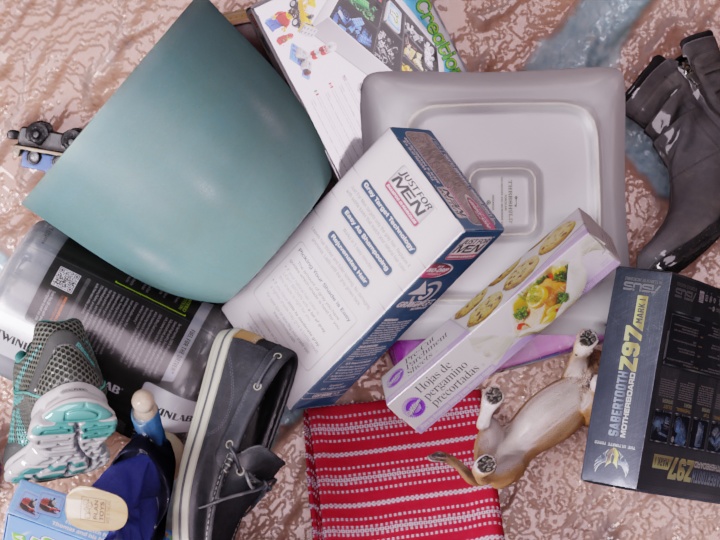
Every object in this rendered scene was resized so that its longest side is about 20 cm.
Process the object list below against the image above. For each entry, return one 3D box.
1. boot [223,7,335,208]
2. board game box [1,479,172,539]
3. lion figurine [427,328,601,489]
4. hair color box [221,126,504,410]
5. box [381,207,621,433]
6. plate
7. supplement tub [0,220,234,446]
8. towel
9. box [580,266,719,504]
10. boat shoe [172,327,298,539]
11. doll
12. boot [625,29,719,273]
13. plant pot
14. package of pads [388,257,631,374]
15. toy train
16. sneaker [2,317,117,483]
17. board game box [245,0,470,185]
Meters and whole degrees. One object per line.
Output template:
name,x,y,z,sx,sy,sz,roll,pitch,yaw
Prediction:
boot,-0.041,-0.116,1.725,0.200,0.072,0.167,-3,84,-6
board game box,-0.169,0.236,1.669,0.200,0.151,0.037,19,52,-1
lion figurine,0.138,0.114,1.689,0.200,0.123,0.073,-25,67,-10
hair color box,0.000,0.000,1.627,0.200,0.060,0.100,-46,67,26
box,0.100,0.037,1.634,0.200,0.041,0.039,-41,115,17
plate,0.102,-0.050,1.665,0.200,0.032,0.200,-1,90,-5
supplement tub,-0.177,0.056,1.688,0.200,0.123,0.123,26,86,1
towel,0.034,0.182,1.692,0.144,0.022,0.200,-5,57,-3
box,0.239,0.089,1.667,0.051,0.200,0.158,7,86,34
boat shoe,-0.088,0.138,1.590,0.062,0.075,0.200,8,73,14
doll,-0.154,0.149,1.556,0.048,0.200,0.137,1,101,9
boot,0.239,-0.085,1.722,0.132,0.070,0.200,45,57,2
plant pot,-0.120,-0.073,1.632,0.161,0.201,0.201,41,86,-7
package of pads,0.112,0.014,1.722,0.200,0.076,0.121,-15,82,-3
toy train,-0.176,-0.077,1.742,0.200,0.034,0.046,12,97,-2
sneaker,-0.216,0.093,1.610,0.077,0.200,0.091,-5,71,-21
board game box,0.016,-0.135,1.690,0.126,0.035,0.200,-28,94,-8
